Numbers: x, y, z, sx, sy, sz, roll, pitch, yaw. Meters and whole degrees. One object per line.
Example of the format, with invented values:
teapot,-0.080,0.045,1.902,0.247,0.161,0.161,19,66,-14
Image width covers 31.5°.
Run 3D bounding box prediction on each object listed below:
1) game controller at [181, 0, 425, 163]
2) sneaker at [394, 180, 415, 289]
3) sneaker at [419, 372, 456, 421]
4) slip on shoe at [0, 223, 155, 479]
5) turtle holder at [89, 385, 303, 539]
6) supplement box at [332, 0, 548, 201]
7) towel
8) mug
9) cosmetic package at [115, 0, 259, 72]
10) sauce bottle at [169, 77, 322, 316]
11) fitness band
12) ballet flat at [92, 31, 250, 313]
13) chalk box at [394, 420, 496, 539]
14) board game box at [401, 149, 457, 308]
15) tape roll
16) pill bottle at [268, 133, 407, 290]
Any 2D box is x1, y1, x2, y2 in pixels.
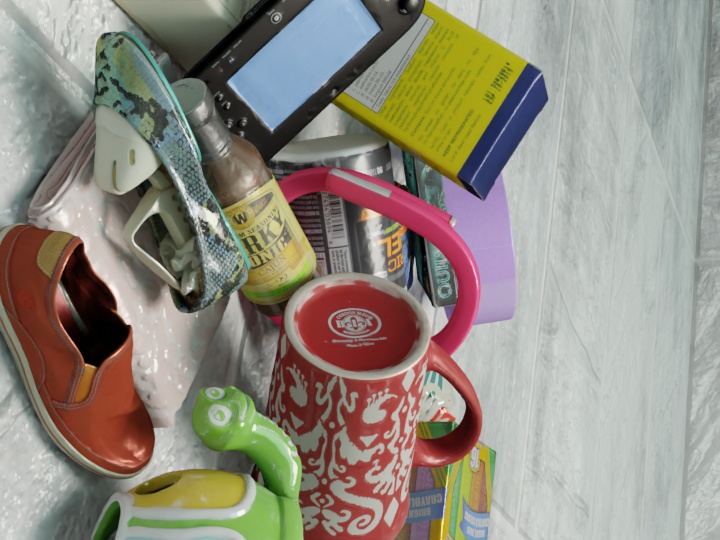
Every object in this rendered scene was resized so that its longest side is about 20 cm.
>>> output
game controller,-0.043,-0.158,0.912,0.200,0.042,0.104,-43,147,1
sneaker,0.021,0.011,1.216,0.079,0.075,0.201,64,35,-49
sneaker,0.057,0.115,1.217,0.094,0.070,0.200,52,10,4
slip on shoe,-0.169,0.056,0.795,0.074,0.061,0.201,-66,147,-47
turtle holder,-0.101,0.185,0.820,0.186,0.131,0.141,-60,-159,18
supplement box,0.046,-0.162,1.075,0.109,0.199,0.109,-56,169,3
towel,-0.143,-0.024,0.895,0.192,0.032,0.201,-67,146,-43
mug,0.001,0.100,0.983,0.177,0.133,0.201,-31,145,-34
cosmetic package,-0.115,-0.215,0.918,0.200,0.073,0.104,46,48,-57
sauce bottle,-0.088,-0.049,0.906,0.201,0.064,0.065,61,36,-44
fitness band,0.000,0.000,1.020,0.037,0.199,0.144,-55,170,-69
ballet flat,-0.131,-0.053,0.817,0.201,0.074,0.074,65,33,-31
chalk box,0.043,0.250,1.186,0.124,0.123,0.202,40,53,-59
board game box,0.063,-0.076,1.253,0.135,0.028,0.202,-108,-171,-78
tape roll,0.112,-0.044,1.332,0.200,0.065,0.202,172,-90,-88
pill bottle,-0.015,-0.009,1.093,0.106,0.105,0.202,-36,122,-62
